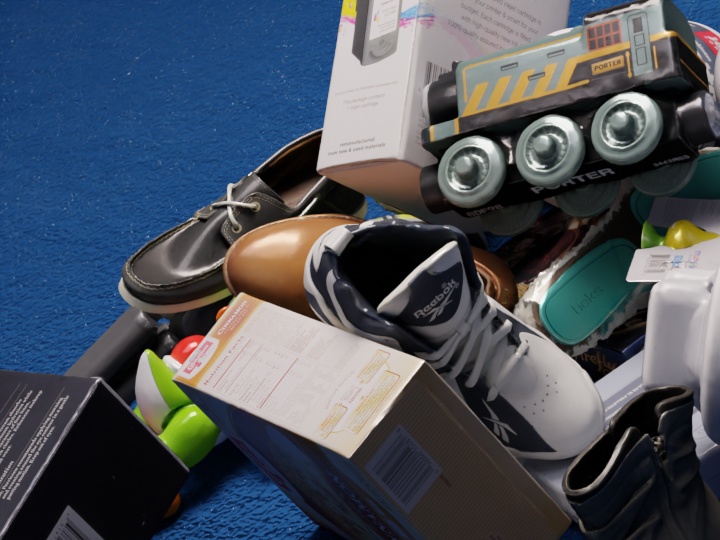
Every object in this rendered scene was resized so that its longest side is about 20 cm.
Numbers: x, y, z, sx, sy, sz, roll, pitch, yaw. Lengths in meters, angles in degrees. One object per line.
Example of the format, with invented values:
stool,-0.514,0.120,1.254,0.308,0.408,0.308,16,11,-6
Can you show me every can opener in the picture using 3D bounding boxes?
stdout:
can opener,-0.148,0.052,1.724,0.200,0.053,0.067,-42,30,13

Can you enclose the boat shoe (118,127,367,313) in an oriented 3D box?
boat shoe,-0.082,-0.037,1.670,0.200,0.068,0.072,-29,51,-27

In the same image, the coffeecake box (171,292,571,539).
coffeecake box,0.003,0.104,1.432,0.073,0.154,0.200,-51,32,-14

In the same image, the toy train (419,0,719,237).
toy train,0.126,-0.095,1.517,0.199,0.085,0.114,-15,65,26

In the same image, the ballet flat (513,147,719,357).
ballet flat,0.168,-0.012,1.545,0.200,0.072,0.072,-34,27,-22

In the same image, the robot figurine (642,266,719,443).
robot figurine,0.256,0.045,1.328,0.199,0.113,0.170,7,14,14

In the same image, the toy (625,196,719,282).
toy,0.265,-0.004,1.457,0.199,0.047,0.115,4,28,15

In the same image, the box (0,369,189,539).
box,-0.240,0.169,1.544,0.182,0.104,0.200,4,54,44

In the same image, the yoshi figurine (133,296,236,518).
yoshi figurine,-0.079,0.083,1.661,0.200,0.112,0.112,-44,-12,-6

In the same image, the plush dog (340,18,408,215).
plush dog,0.067,-0.144,1.790,0.199,0.173,0.160,-11,17,-23

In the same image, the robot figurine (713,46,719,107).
robot figurine,0.281,-0.120,1.541,0.112,0.170,0.200,-6,3,12

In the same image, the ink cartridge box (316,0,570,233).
ink cartridge box,0.060,-0.140,1.651,0.085,0.147,0.201,-9,67,45

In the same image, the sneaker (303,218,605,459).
sneaker,0.054,0.034,1.392,0.080,0.199,0.130,-48,-8,-8

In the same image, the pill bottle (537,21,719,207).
pill bottle,0.196,-0.108,1.649,0.119,0.120,0.200,-3,6,38

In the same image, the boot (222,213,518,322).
boot,0.000,0.000,1.545,0.199,0.074,0.155,3,0,8

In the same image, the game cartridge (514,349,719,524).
game cartridge,0.195,0.085,1.448,0.200,0.042,0.133,-33,31,-16

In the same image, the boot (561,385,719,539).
boot,0.127,0.157,1.260,0.068,0.131,0.200,-2,34,39

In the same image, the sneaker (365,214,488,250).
sneaker,-0.003,-0.008,1.756,0.199,0.076,0.076,-10,22,19

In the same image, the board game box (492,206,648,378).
board game box,0.166,0.007,1.619,0.135,0.035,0.200,-36,28,-21
